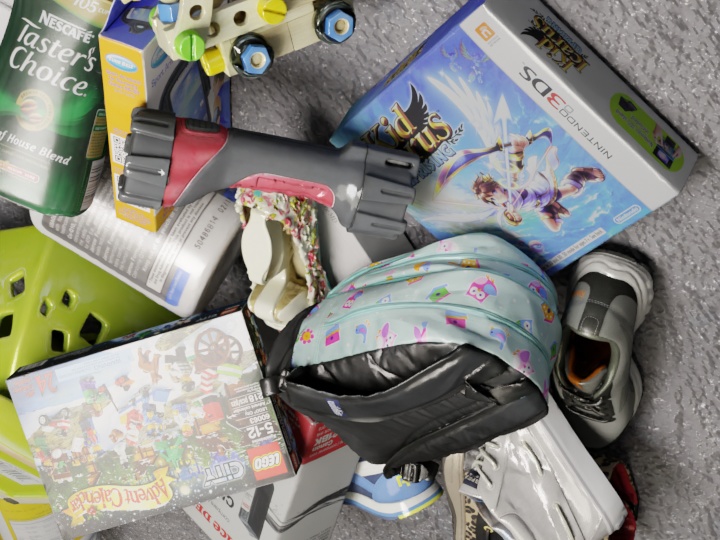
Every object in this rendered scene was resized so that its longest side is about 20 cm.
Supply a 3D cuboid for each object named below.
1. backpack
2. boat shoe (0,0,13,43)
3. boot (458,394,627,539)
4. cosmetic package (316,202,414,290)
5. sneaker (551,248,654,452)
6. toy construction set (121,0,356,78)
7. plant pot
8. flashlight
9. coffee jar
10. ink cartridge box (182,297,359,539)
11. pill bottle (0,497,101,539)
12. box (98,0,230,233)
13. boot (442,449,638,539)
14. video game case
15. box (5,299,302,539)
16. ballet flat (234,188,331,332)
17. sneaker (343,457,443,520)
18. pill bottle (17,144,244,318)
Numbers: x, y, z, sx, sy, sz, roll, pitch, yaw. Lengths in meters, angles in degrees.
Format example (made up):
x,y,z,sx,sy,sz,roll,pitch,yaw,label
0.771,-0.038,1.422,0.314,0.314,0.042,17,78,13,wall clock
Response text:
x,y,z,sx,sy,sz,roll,pitch,yaw,label
0.048,0.059,1.224,0.166,0.128,0.199,31,145,-33,backpack
-0.234,-0.164,1.304,0.199,0.069,0.072,33,142,1,boat shoe
0.111,0.136,1.308,0.201,0.095,0.074,54,173,10,boot
0.000,0.000,1.327,0.082,0.051,0.201,-11,124,41,cosmetic package
0.168,0.073,1.263,0.073,0.080,0.201,17,143,18,sneaker
-0.064,-0.197,1.104,0.198,0.092,0.132,-16,119,-1,toy construction set
-0.278,0.091,1.469,0.198,0.183,0.200,-7,147,42,plant pot
-0.064,-0.061,1.168,0.198,0.069,0.068,12,163,-11,flashlight
-0.214,-0.148,1.227,0.103,0.085,0.202,22,103,6,coffee jar
-0.079,0.144,1.437,0.144,0.083,0.202,41,133,28,ink cartridge box
-0.328,0.226,1.749,0.111,0.112,0.201,12,137,24,pill bottle
-0.136,-0.138,1.222,0.041,0.119,0.201,22,141,14,box
0.155,0.212,1.429,0.149,0.073,0.202,8,130,28,boot
0.100,-0.084,1.173,0.181,0.046,0.200,42,141,-9,video game case
-0.159,0.117,1.328,0.198,0.038,0.138,-17,100,10,box
-0.063,-0.003,1.277,0.075,0.064,0.201,14,138,24,ballet flat
-0.014,0.158,1.490,0.198,0.074,0.083,2,117,42,sneaker
-0.189,-0.058,1.348,0.199,0.114,0.114,31,142,3,pill bottle
